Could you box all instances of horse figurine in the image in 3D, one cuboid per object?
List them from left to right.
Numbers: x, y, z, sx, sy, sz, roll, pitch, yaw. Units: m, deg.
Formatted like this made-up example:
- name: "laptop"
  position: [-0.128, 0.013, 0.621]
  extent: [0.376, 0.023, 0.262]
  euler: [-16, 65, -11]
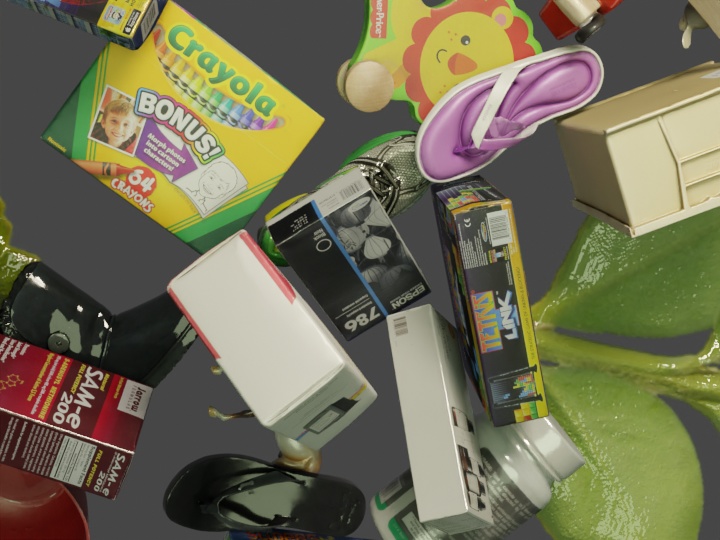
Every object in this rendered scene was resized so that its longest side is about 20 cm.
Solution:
- name: "horse figurine"
  position: [-0.085, 0.172, 1.064]
  extent: [0.132, 0.050, 0.200]
  euler: [0, 101, 2]

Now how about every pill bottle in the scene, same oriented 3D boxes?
- name: "pill bottle"
  position: [0.117, 0.215, 1.050]
  extent: [0.200, 0.113, 0.113]
  euler: [-39, 101, 6]

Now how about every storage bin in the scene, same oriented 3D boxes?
- name: "storage bin"
  position: [0.295, -0.120, 0.942]
  extent: [0.198, 0.200, 0.094]
  euler: [-20, 100, 2]

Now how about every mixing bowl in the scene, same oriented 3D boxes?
- name: "mixing bowl"
  position: [-0.349, 0.219, 1.019]
  extent: [0.200, 0.108, 0.200]
  euler: [1, 116, 2]

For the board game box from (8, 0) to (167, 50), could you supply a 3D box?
- name: "board game box"
  position: [-0.247, -0.302, 0.912]
  extent: [0.200, 0.062, 0.200]
  euler: [21, 70, 1]

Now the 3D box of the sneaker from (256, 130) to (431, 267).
- name: "sneaker"
  position: [-0.009, -0.060, 0.998]
  extent: [0.200, 0.085, 0.078]
  euler: [-35, 102, 4]

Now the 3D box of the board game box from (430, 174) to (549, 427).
- name: "board game box"
  position: [0.117, 0.022, 0.980]
  extent: [0.057, 0.165, 0.200]
  euler: [-12, 103, -2]

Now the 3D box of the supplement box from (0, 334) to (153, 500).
- name: "supplement box"
  position: [-0.297, 0.123, 0.946]
  extent: [0.200, 0.109, 0.061]
  euler: [21, 114, -11]

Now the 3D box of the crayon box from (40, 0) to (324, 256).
- name: "crayon box"
  position: [-0.164, -0.135, 0.986]
  extent: [0.200, 0.058, 0.173]
  euler: [36, 98, -10]

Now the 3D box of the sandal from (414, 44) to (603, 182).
- name: "sandal"
  position: [0.139, -0.149, 0.968]
  extent: [0.203, 0.050, 0.083]
  euler: [-32, 114, -6]

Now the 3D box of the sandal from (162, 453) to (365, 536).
- name: "sandal"
  position: [-0.090, 0.222, 1.021]
  extent: [0.200, 0.043, 0.076]
  euler: [5, 98, -14]

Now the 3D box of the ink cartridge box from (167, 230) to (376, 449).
- name: "ink cartridge box"
  position: [-0.070, 0.068, 0.916]
  extent: [0.086, 0.200, 0.148]
  euler: [-39, 74, -2]

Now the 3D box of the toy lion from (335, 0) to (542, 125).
- name: "toy lion"
  position: [0.077, -0.222, 0.983]
  extent: [0.191, 0.069, 0.200]
  euler: [-1, 104, -10]

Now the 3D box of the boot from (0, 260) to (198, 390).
- name: "boot"
  position: [-0.251, 0.043, 1.011]
  extent: [0.168, 0.076, 0.200]
  euler: [39, 104, -14]

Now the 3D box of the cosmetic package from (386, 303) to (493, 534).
- name: "cosmetic package"
  position: [0.075, 0.139, 0.988]
  extent: [0.051, 0.083, 0.200]
  euler: [-17, 64, 16]

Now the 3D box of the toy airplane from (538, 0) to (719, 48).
- name: "toy airplane"
  position: [0.260, -0.300, 0.932]
  extent: [0.199, 0.141, 0.200]
  euler: [12, 119, 27]

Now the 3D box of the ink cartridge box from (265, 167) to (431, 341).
- name: "ink cartridge box"
  position: [0.000, 0.000, 0.981]
  extent: [0.099, 0.039, 0.200]
  euler: [-32, 138, 3]

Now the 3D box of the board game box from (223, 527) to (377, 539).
- name: "board game box"
  position: [-0.055, 0.336, 1.080]
  extent: [0.200, 0.034, 0.136]
  euler: [12, 107, -19]
